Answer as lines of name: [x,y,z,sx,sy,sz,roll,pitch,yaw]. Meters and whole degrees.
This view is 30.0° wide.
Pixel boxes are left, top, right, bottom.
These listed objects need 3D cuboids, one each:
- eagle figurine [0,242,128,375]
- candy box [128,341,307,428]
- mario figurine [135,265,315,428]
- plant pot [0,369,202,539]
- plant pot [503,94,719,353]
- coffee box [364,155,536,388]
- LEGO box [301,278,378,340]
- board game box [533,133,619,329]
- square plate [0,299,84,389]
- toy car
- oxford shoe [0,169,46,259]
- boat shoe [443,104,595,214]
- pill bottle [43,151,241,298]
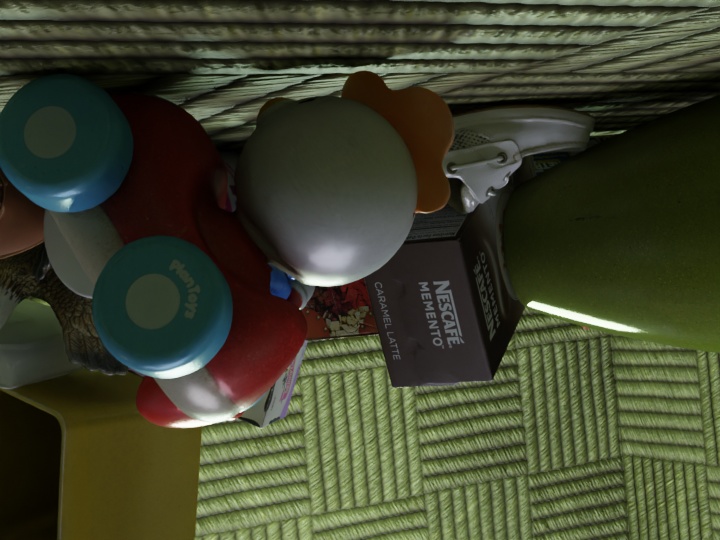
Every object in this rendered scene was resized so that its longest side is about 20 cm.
eagle figurine: [-0.263,0.001,1.102,0.198,0.153,0.151,4,174,36]
candy box: [-0.144,0.031,1.264,0.198,0.170,0.071,20,-172,15]
mario figurine: [-0.098,0.013,0.920,0.123,0.201,0.106,31,-177,-7]
plant pot: [-0.248,0.177,1.168,0.198,0.203,0.175,16,-162,40]
plant pot: [0.208,-0.027,0.947,0.198,0.190,0.186,-5,180,30]
coffee box: [0.076,-0.014,0.999,0.079,0.116,0.200,-5,-153,24]
LEGO box: [0.024,-0.028,1.078,0.076,0.151,0.199,-6,180,25]
board game box: [0.218,-0.041,1.128,0.149,0.047,0.201,-5,-139,-17]
square plate: [-0.325,0.052,1.176,0.196,0.029,0.200,14,-169,21]
toy car: [-0.049,-0.043,0.686,0.199,0.178,0.184,-33,167,-3]
oxford shoe: [-0.259,-0.044,0.893,0.071,0.072,0.199,-10,176,30]
boat shoe: [0.069,-0.073,0.915,0.197,0.070,0.071,-6,178,-16]
pill bottle: [-0.131,-0.032,0.995,0.112,0.115,0.199,-5,180,32]
